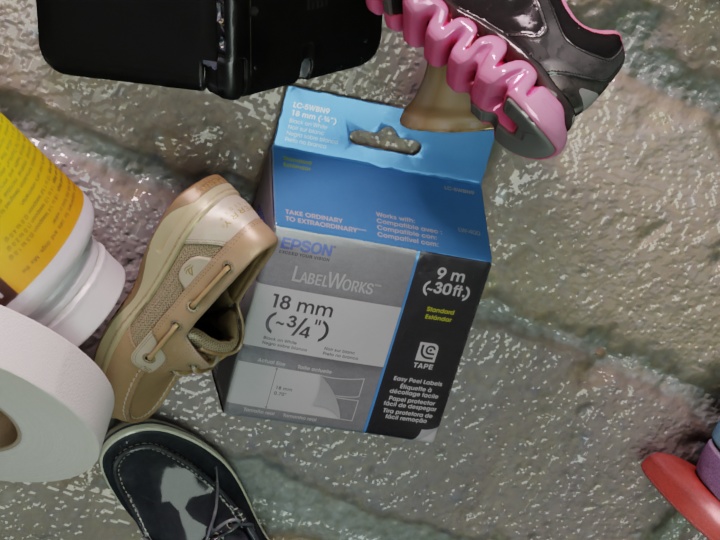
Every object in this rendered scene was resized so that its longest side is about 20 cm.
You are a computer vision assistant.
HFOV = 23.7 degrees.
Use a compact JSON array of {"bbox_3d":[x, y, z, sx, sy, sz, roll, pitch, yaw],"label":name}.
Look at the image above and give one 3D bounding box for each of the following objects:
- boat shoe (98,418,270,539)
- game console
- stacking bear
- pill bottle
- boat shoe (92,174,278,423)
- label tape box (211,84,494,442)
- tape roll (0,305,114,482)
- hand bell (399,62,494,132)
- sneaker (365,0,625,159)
[{"bbox_3d":[-0.102,0.178,1.139,0.074,0.062,0.200,-30,116,6],"label":"boat shoe"},{"bbox_3d":[-0.084,-0.211,0.979,0.176,0.116,0.201,-20,123,-36],"label":"game console"},{"bbox_3d":[0.307,0.102,1.162,0.121,0.114,0.200,32,101,-23],"label":"stacking bear"},{"bbox_3d":[-0.230,-0.038,0.981,0.109,0.109,0.200,-40,116,9],"label":"pill bottle"},{"bbox_3d":[-0.107,0.034,1.030,0.064,0.071,0.200,40,134,13],"label":"boat shoe"},{"bbox_3d":[0.000,0.000,1.072,0.144,0.063,0.201,9,114,-16],"label":"label tape box"},{"bbox_3d":[-0.245,0.067,1.002,0.202,0.037,0.203,10,152,5],"label":"tape roll"},{"bbox_3d":[0.065,-0.188,0.996,0.104,0.104,0.201,-8,104,-8],"label":"hand bell"},{"bbox_3d":[0.064,-0.157,0.939,0.095,0.079,0.200,-41,84,-9],"label":"sneaker"}]
